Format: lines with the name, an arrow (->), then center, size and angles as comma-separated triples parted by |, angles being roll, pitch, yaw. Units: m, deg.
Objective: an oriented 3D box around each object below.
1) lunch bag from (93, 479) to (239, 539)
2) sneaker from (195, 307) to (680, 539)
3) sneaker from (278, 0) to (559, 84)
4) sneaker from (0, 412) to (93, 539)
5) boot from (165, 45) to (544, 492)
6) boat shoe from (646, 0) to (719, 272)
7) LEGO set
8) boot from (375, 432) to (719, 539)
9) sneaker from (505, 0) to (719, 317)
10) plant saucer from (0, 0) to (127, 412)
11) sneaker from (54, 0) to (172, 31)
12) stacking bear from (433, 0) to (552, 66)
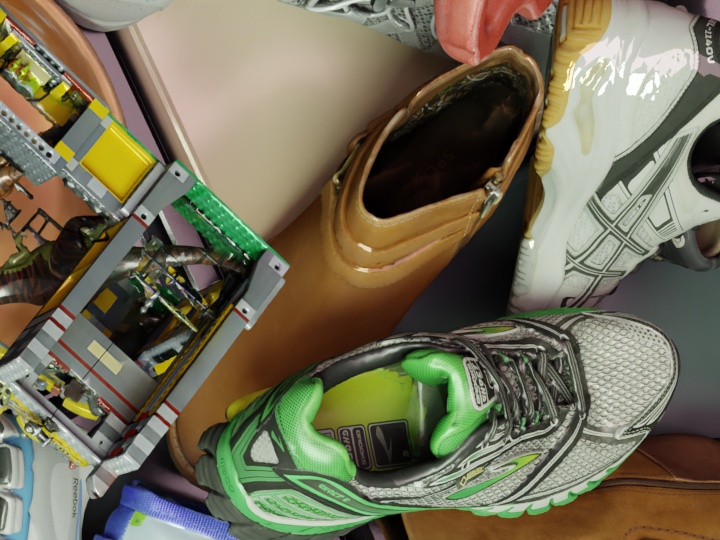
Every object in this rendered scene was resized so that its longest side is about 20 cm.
lunch bag -> -0.037, 0.192, 1.032 | 0.200, 0.127, 0.171 | 22, 85, -27
sneaker -> 0.043, 0.057, 0.981 | 0.199, 0.085, 0.078 | -15, 80, -30
sneaker -> 0.003, -0.118, 1.039 | 0.199, 0.082, 0.075 | 23, 127, 0
sneaker -> -0.141, 0.151, 1.031 | 0.087, 0.075, 0.201 | 2, 106, -51
boot -> 0.000, 0.000, 1.017 | 0.077, 0.155, 0.200 | 45, 78, 0
boat shoe -> 0.146, -0.098, 1.086 | 0.074, 0.060, 0.201 | 0, 108, -42
LEGO set -> -0.133, 0.004, 0.944 | 0.200, 0.154, 0.116 | 48, 61, -20
boot -> 0.110, 0.119, 1.036 | 0.199, 0.189, 0.069 | 10, 127, -24
sneaker -> 0.108, -0.027, 1.038 | 0.087, 0.200, 0.076 | 9, 55, 1
plant saucer -> -0.190, -0.033, 1.023 | 0.199, 0.037, 0.201 | 0, 92, -17
sneaker -> -0.149, -0.168, 1.005 | 0.200, 0.088, 0.075 | 34, 83, -15
stacking bear -> -0.024, -0.165, 0.953 | 0.199, 0.121, 0.114 | 18, 114, 15
